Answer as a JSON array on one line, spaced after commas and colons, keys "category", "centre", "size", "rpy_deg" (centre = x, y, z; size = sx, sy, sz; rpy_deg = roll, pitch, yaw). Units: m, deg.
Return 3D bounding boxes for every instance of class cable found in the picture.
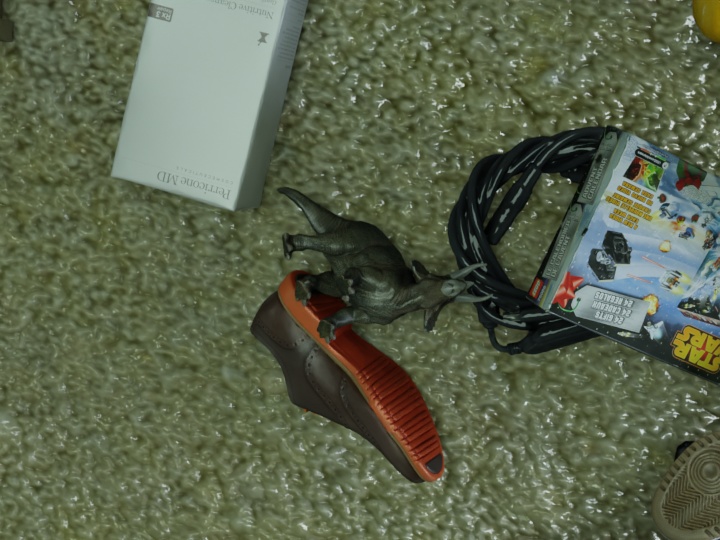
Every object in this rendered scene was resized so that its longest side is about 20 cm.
[{"category": "cable", "centre": [0.171, -0.029, 1.174], "size": [0.198, 0.051, 0.165], "rpy_deg": [-18, 82, 9]}]

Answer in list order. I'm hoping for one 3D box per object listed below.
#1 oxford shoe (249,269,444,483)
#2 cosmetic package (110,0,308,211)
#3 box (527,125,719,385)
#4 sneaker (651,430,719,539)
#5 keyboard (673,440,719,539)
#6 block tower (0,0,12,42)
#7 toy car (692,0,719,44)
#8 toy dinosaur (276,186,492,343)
[{"category": "oxford shoe", "centre": [-0.010, 0.097, 1.211], "size": [0.073, 0.071, 0.200], "rpy_deg": [-44, 76, 24]}, {"category": "cosmetic package", "centre": [-0.117, -0.157, 1.205], "size": [0.112, 0.081, 0.202], "rpy_deg": [14, 95, 9]}, {"category": "box", "centre": [0.236, -0.003, 1.106], "size": [0.199, 0.040, 0.138], "rpy_deg": [23, 97, -23]}, {"category": "sneaker", "centre": [0.299, 0.136, 1.108], "size": [0.199, 0.113, 0.071], "rpy_deg": [-38, 69, -1]}, {"category": "keyboard", "centre": [0.338, 0.193, 1.162], "size": [0.198, 0.040, 0.105], "rpy_deg": [5, 71, 13]}, {"category": "block tower", "centre": [-0.394, -0.223, 1.273], "size": [0.198, 0.054, 0.058], "rpy_deg": [4, 95, 11]}, {"category": "toy car", "centre": [0.321, -0.249, 1.085], "size": [0.199, 0.175, 0.151], "rpy_deg": [-24, 52, 13]}, {"category": "toy dinosaur", "centre": [0.000, 0.000, 1.188], "size": [0.200, 0.102, 0.078], "rpy_deg": [37, 127, 42]}]
